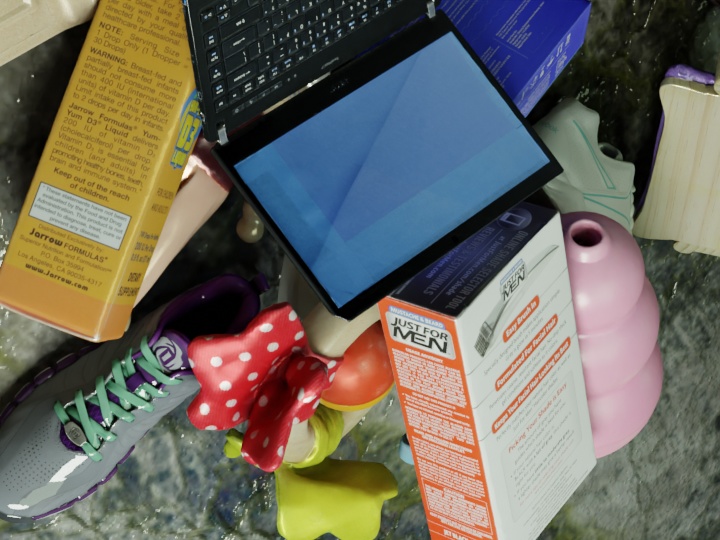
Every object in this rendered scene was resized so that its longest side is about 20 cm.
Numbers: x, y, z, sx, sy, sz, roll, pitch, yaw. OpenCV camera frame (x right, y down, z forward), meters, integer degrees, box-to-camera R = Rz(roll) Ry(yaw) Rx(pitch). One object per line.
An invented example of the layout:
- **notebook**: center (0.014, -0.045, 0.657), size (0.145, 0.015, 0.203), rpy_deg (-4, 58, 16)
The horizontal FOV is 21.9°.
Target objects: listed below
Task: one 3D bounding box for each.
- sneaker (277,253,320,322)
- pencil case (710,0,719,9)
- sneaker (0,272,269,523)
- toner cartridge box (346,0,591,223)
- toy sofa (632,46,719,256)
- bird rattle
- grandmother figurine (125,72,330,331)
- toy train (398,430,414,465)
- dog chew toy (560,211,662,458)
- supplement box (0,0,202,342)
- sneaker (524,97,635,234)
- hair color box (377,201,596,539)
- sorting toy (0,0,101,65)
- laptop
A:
- **sneaker**: center (0.000, 0.000, 1.148), size (0.073, 0.084, 0.201), rpy_deg (-37, 138, -43)
- **pencil case**: center (0.308, -0.252, 1.261), size (0.200, 0.086, 0.083), rpy_deg (-51, 166, -2)
- **sneaker**: center (-0.138, 0.064, 1.069), size (0.200, 0.074, 0.088), rpy_deg (-41, 178, -22)
- **toner cartridge box**: center (0.043, -0.102, 1.082), size (0.200, 0.095, 0.043), rpy_deg (-51, 162, -25)
- **toy sofa**: center (0.248, -0.096, 1.267), size (0.200, 0.097, 0.083), rpy_deg (88, 16, -57)
- **bird rattle**: center (-0.029, 0.062, 1.092), size (0.163, 0.112, 0.201), rpy_deg (-48, 150, -22)
- **grandmother figurine**: center (-0.090, -0.060, 1.063), size (0.200, 0.061, 0.121), rpy_deg (-49, 134, -3)
- **toy train**: center (0.065, 0.016, 1.178), size (0.055, 0.150, 0.201), rpy_deg (8, 113, -3)
- **dog chew toy**: center (0.140, 0.037, 1.212), size (0.124, 0.125, 0.201), rpy_deg (-32, 148, -20)
- **supplement box**: center (-0.127, -0.066, 0.986), size (0.067, 0.068, 0.201), rpy_deg (2, 107, -85)
- **sneaker**: center (0.165, -0.038, 1.282), size (0.080, 0.070, 0.201), rpy_deg (-50, 138, -14)
- **hair color box**: center (0.079, 0.068, 1.112), size (0.111, 0.064, 0.201), rpy_deg (-44, 137, -36)
- **sorting toy**: center (-0.241, -0.159, 0.898), size (0.199, 0.036, 0.186), rpy_deg (-30, 131, -16)
- **laptop**: center (0.011, -0.111, 0.972), size (0.177, 0.103, 0.201), rpy_deg (-34, 138, -30)
